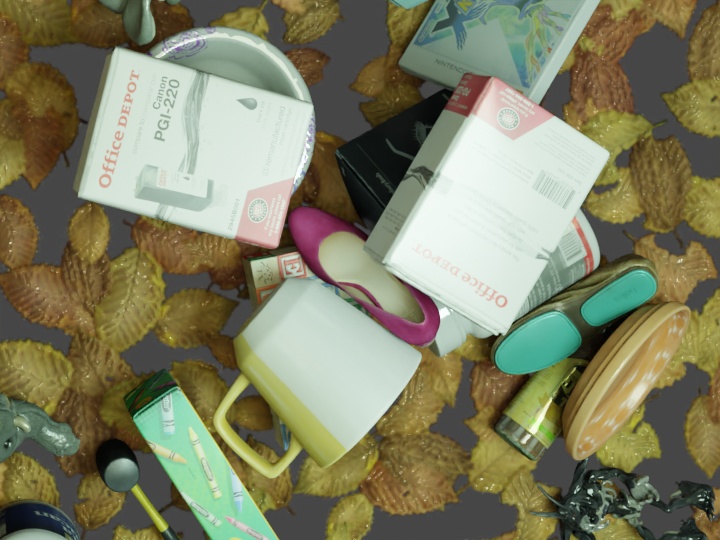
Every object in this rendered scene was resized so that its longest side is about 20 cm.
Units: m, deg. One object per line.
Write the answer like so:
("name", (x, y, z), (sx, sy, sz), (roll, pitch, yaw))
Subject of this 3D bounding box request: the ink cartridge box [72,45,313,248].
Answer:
("ink cartridge box", (-0.160, -0.115, 1.597), (0.198, 0.085, 0.147), (14, 91, -11))

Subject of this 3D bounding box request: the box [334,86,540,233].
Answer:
("box", (0.097, -0.098, 1.717), (0.199, 0.148, 0.105), (-29, 132, -7))

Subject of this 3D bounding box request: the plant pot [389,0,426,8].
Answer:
("plant pot", (0.053, -0.380, 1.678), (0.195, 0.197, 0.201), (34, 103, -14))

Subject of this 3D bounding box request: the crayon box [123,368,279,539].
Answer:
("crayon box", (-0.162, 0.205, 1.713), (0.058, 0.119, 0.201), (-33, 102, -8))

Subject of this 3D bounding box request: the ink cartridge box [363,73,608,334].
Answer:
("ink cartridge box", (0.116, -0.063, 1.586), (0.145, 0.085, 0.201), (30, 90, -19))

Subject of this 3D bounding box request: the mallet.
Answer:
("mallet", (-0.206, 0.262, 1.735), (0.041, 0.066, 0.201), (-35, 102, -6))

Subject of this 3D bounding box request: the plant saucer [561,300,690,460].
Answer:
("plant saucer", (0.275, 0.111, 1.784), (0.037, 0.200, 0.201), (38, 85, 21))

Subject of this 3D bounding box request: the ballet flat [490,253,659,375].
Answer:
("ballet flat", (0.226, 0.041, 1.791), (0.199, 0.072, 0.068), (-35, 110, 14))

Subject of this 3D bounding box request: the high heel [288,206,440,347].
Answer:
("high heel", (0.000, 0.000, 1.663), (0.067, 0.096, 0.200), (-41, 78, -5))

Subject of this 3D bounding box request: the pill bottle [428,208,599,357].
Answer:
("pill bottle", (0.141, -0.001, 1.766), (0.199, 0.114, 0.115), (-31, 101, -8))

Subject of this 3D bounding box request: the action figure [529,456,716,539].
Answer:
("action figure", (0.291, 0.268, 1.833), (0.198, 0.102, 0.120), (4, 106, -15))

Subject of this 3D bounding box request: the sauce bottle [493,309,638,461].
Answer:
("sauce bottle", (0.226, 0.111, 1.821), (0.065, 0.065, 0.201), (39, 87, -13))

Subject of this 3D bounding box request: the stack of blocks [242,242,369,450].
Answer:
("stack of blocks", (-0.047, 0.074, 1.758), (0.114, 0.059, 0.202), (-11, 97, -12))

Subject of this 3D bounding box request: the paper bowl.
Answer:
("paper bowl", (-0.150, -0.142, 1.691), (0.198, 0.104, 0.203), (-1, 96, -13))

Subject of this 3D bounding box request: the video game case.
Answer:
("video game case", (0.152, -0.266, 1.718), (0.022, 0.182, 0.201), (36, 84, -48))

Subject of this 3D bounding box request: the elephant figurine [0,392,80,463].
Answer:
("elephant figurine", (-0.396, 0.148, 1.658), (0.154, 0.142, 0.201), (-14, 117, 17))

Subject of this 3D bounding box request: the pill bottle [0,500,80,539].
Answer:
("pill bottle", (-0.321, 0.299, 1.643), (0.110, 0.200, 0.112), (-1, 96, -13))

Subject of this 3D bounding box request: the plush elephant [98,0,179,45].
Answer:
("plush elephant", (-0.201, -0.309, 1.651), (0.199, 0.155, 0.165), (-6, 53, -44))

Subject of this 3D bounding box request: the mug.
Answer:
("mug", (-0.055, 0.102, 1.657), (0.153, 0.149, 0.187), (42, 72, -5))
